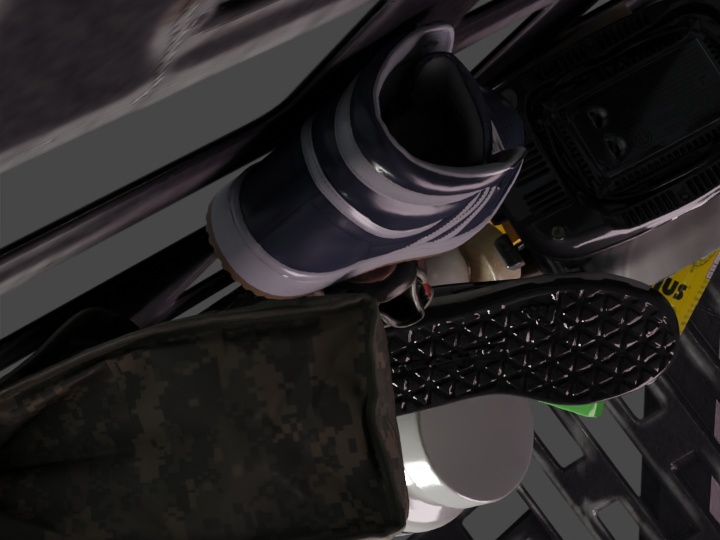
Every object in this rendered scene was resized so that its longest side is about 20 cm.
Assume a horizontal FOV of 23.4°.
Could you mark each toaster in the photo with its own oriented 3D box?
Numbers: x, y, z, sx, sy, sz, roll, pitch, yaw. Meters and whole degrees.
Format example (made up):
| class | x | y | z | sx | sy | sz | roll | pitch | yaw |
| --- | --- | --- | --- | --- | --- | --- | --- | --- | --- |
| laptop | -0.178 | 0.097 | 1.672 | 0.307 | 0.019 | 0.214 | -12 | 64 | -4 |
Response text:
| class | x | y | z | sx | sy | sz | roll | pitch | yaw |
| --- | --- | --- | --- | --- | --- | --- | --- | --- | --- |
| toaster | 0.159 | -0.065 | 0.948 | 0.200 | 0.114 | 0.129 | -29 | 158 | 0 |

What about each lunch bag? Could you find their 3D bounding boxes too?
| class | x | y | z | sx | sy | sz | roll | pitch | yaw |
| --- | --- | --- | --- | --- | --- | --- | --- | --- | --- |
| lunch bag | -0.082 | 0.074 | 0.757 | 0.199 | 0.118 | 0.164 | -9 | 173 | 2 |

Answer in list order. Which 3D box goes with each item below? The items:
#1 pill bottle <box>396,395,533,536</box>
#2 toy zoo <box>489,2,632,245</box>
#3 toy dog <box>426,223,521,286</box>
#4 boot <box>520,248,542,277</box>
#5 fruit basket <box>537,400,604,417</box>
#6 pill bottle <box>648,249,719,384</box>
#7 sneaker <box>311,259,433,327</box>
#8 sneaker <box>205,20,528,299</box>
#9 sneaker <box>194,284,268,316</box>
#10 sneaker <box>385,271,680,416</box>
| class | x | y | z | sx | sy | sz | roll | pitch | yaw |
| --- | --- | --- | --- | --- | --- | --- | --- | --- | --- |
| pill bottle | 0.007 | 0.112 | 1.099 | 0.200 | 0.116 | 0.116 | -19 | -169 | 48 |
| toy zoo | 0.122 | -0.073 | 1.049 | 0.131 | 0.020 | 0.200 | -34 | 156 | 2 |
| toy dog | 0.000 | 0.000 | 1.059 | 0.200 | 0.097 | 0.132 | -21 | -170 | 40 |
| boot | 0.055 | 0.068 | 1.187 | 0.203 | 0.154 | 0.073 | -12 | -163 | 30 |
| fruit basket | 0.093 | 0.043 | 1.329 | 0.216 | 0.155 | 0.216 | -162 | -90 | -72 |
| pill bottle | 0.195 | -0.032 | 1.168 | 0.201 | 0.104 | 0.104 | -64 | 172 | 7 |
| sneaker | -0.003 | 0.000 | 0.883 | 0.077 | 0.082 | 0.200 | -37 | 176 | 0 |
| sneaker | 0.035 | -0.054 | 0.701 | 0.108 | 0.070 | 0.200 | -38 | 173 | 39 |
| sneaker | -0.077 | 0.071 | 0.999 | 0.078 | 0.090 | 0.200 | -35 | 174 | -28 |
| sneaker | 0.068 | 0.027 | 0.930 | 0.199 | 0.072 | 0.083 | -4 | -158 | 6 |
